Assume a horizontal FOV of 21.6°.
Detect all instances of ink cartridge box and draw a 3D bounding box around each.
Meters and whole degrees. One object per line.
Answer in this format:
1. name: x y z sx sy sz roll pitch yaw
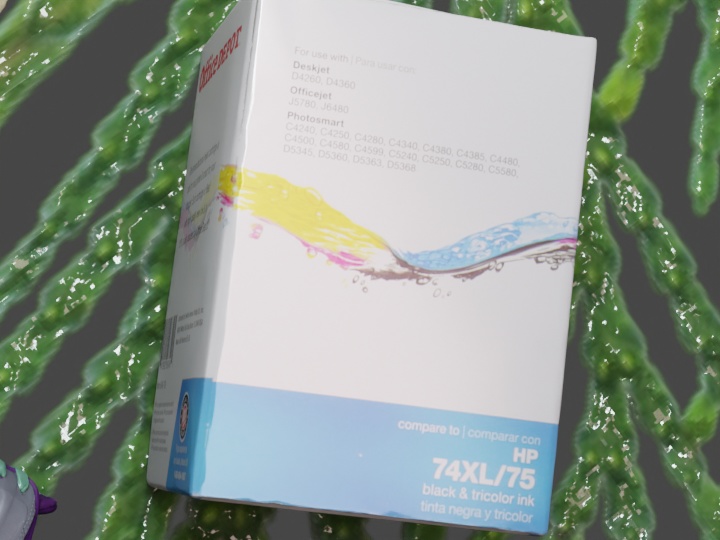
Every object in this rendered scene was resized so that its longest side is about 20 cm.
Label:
1. ink cartridge box: 0.000 0.000 0.790 0.145 0.147 0.202 8 84 -12

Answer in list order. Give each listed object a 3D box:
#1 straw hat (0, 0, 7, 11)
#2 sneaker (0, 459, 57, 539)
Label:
1. straw hat: -0.221 -0.176 0.780 0.199 0.085 0.203 1 85 -14
2. sneaker: -0.178 0.078 0.789 0.087 0.074 0.202 -15 97 -31
